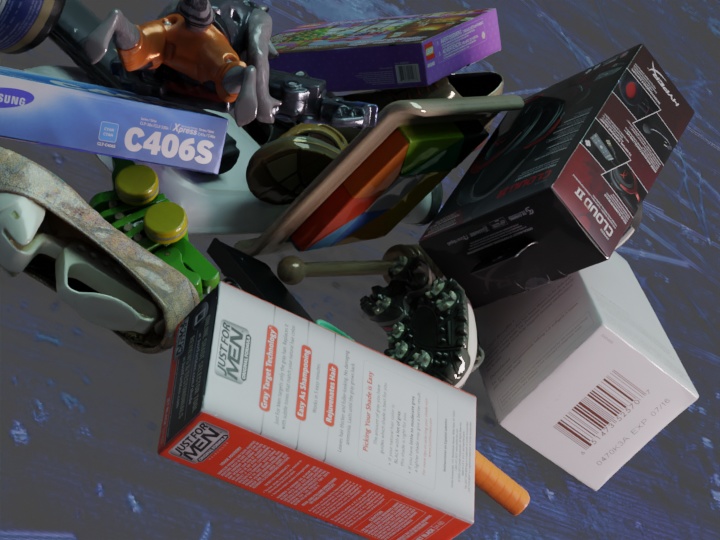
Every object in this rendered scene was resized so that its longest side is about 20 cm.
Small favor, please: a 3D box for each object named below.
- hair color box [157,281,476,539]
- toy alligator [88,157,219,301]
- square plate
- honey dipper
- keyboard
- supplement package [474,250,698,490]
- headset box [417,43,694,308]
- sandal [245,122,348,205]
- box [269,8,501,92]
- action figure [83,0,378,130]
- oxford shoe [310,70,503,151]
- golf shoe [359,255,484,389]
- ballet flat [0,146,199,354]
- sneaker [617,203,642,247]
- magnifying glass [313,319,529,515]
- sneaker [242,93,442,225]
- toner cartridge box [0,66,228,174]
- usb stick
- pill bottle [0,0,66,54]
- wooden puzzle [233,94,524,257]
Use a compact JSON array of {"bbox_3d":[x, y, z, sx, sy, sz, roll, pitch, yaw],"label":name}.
[{"bbox_3d":[-0.023,0.097,1.125,0.199,0.061,0.102,26,46,-23],"label":"hair color box"},{"bbox_3d":[-0.138,-0.008,1.220,0.054,0.060,0.200,-26,55,-20],"label":"toy alligator"},{"bbox_3d":[-0.143,-0.102,1.425,0.198,0.029,0.199,47,25,23],"label":"square plate"},{"bbox_3d":[0.000,0.000,1.418,0.038,0.038,0.199,46,26,24],"label":"honey dipper"},{"bbox_3d":[-0.049,0.050,1.254,0.200,0.021,0.127,49,10,30],"label":"keyboard"},{"bbox_3d":[0.164,0.053,1.419,0.117,0.117,0.200,34,21,-27],"label":"supplement package"},{"bbox_3d":[0.144,-0.064,1.344,0.075,0.148,0.200,49,51,-16],"label":"headset box"},{"bbox_3d":[-0.035,-0.088,1.410,0.200,0.080,0.054,4,66,-67],"label":"sandal"},{"bbox_3d":[0.001,-0.184,1.509,0.199,0.039,0.137,0,18,31],"label":"box"},{"bbox_3d":[-0.083,-0.153,1.234,0.198,0.105,0.194,10,17,3],"label":"action figure"},{"bbox_3d":[0.037,-0.143,1.508,0.199,0.075,0.071,-9,48,-40],"label":"oxford shoe"},{"bbox_3d":[0.063,0.051,1.325,0.088,0.077,0.200,43,7,-18],"label":"golf shoe"},{"bbox_3d":[-0.192,-0.013,1.139,0.199,0.068,0.067,31,34,-7],"label":"ballet flat"},{"bbox_3d":[0.136,-0.031,1.521,0.115,0.199,0.076,-13,88,-49],"label":"sneaker"},{"bbox_3d":[0.040,0.104,1.253,0.200,0.022,0.080,41,8,-11],"label":"magnifying glass"},{"bbox_3d":[-0.030,-0.095,1.535,0.200,0.076,0.115,37,30,24],"label":"sneaker"},{"bbox_3d":[-0.202,-0.110,1.254,0.199,0.044,0.095,9,7,-30],"label":"toner cartridge box"},{"bbox_3d":[-0.175,-0.145,1.385,0.200,0.033,0.055,42,22,15],"label":"usb stick"},{"bbox_3d":[-0.321,-0.228,1.311,0.199,0.112,0.112,6,36,-51],"label":"pill bottle"},{"bbox_3d":[0.019,-0.068,1.375,0.037,0.200,0.185,58,29,12],"label":"wooden puzzle"}]
